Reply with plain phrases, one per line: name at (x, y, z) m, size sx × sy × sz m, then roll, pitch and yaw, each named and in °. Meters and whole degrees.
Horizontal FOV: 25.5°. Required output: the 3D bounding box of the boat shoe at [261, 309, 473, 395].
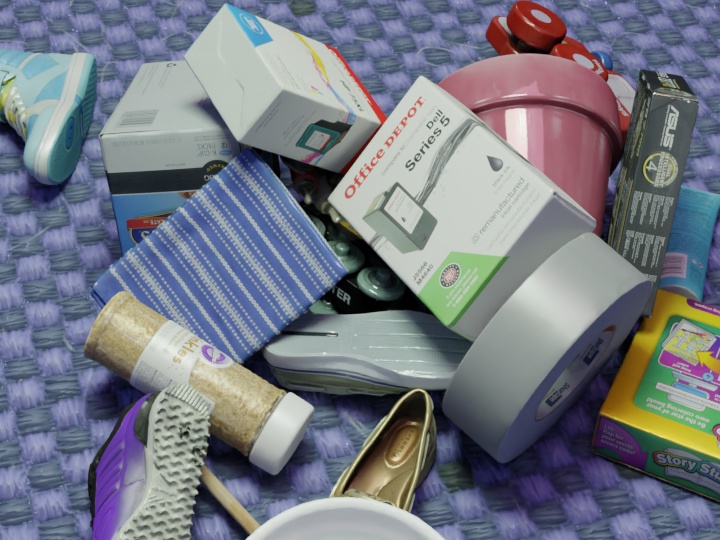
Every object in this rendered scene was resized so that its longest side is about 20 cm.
boat shoe at (0.011, 0.077, 1.413) m, size 0.198 × 0.062 × 0.072 m, roll 6°, pitch 53°, yaw 14°

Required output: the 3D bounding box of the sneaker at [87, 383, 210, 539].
sneaker at (-0.188, 0.193, 1.299) m, size 0.099 × 0.069 × 0.202 m, roll -11°, pitch 55°, yaw 43°

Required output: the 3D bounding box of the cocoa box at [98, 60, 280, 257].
cocoa box at (-0.154, -0.107, 1.507) m, size 0.132 × 0.132 × 0.200 m, roll -3°, pitch 26°, yaw 6°

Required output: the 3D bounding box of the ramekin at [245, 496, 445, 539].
ramekin at (-0.011, 0.280, 1.174) m, size 0.198 × 0.098 × 0.202 m, roll 1°, pitch 58°, yaw -2°

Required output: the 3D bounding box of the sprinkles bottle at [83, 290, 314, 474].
sprinkles bottle at (-0.139, 0.096, 1.365) m, size 0.199 × 0.068 × 0.068 m, roll 31°, pitch 49°, yaw 6°

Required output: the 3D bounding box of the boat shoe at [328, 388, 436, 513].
boat shoe at (0.011, 0.183, 1.324) m, size 0.073 × 0.063 × 0.201 m, roll 16°, pitch 46°, yaw 11°

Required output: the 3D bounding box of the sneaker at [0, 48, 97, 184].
sneaker at (-0.348, -0.158, 1.631) m, size 0.129 × 0.080 × 0.201 m, roll 7°, pitch 35°, yaw -1°

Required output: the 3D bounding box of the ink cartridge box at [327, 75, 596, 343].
ink cartridge box at (0.084, -0.052, 1.389) m, size 0.146 × 0.084 × 0.200 m, roll -52°, pitch 50°, yaw 9°

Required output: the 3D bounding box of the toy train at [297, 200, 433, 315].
toy train at (0.000, 0.000, 1.501) m, size 0.199 × 0.086 × 0.113 m, roll 35°, pitch 39°, yaw 30°

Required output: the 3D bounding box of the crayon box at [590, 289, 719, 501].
crayon box at (0.327, 0.121, 1.417) m, size 0.198 × 0.059 × 0.173 m, roll 20°, pitch 48°, yaw 16°

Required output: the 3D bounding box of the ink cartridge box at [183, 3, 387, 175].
ink cartridge box at (-0.051, -0.156, 1.441) m, size 0.199 × 0.067 × 0.117 m, roll 13°, pitch 37°, yaw -52°

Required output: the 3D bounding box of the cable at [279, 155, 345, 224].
cable at (-0.061, -0.123, 1.532) m, size 0.097 × 0.050 × 0.201 m, roll 19°, pitch 27°, yaw -39°

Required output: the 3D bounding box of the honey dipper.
honey dipper at (-0.109, 0.194, 1.324) m, size 0.038 × 0.038 × 0.200 m, roll -29°, pitch 56°, yaw -29°

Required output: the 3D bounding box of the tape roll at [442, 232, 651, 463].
tape roll at (0.159, 0.067, 1.351) m, size 0.066 × 0.201 × 0.200 m, roll 41°, pitch 54°, yaw 17°

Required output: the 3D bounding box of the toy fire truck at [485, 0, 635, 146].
toy fire truck at (0.225, -0.199, 1.712) m, size 0.167 × 0.113 × 0.201 m, roll 3°, pitch 39°, yaw -37°

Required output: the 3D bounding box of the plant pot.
plant pot at (0.155, -0.075, 1.521) m, size 0.198 × 0.201 × 0.181 m, roll 2°, pitch 61°, yaw -3°

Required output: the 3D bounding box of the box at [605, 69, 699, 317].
box at (0.263, -0.075, 1.472) m, size 0.049 × 0.202 × 0.161 m, roll 11°, pitch 14°, yaw 5°

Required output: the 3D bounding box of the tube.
tube at (0.316, -0.028, 1.577) m, size 0.077 × 0.051 × 0.201 m, roll 19°, pitch 41°, yaw 1°

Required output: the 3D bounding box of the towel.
towel at (-0.128, 0.008, 1.398) m, size 0.145 × 0.200 × 0.024 m, roll 52°, pitch 13°, yaw 5°
